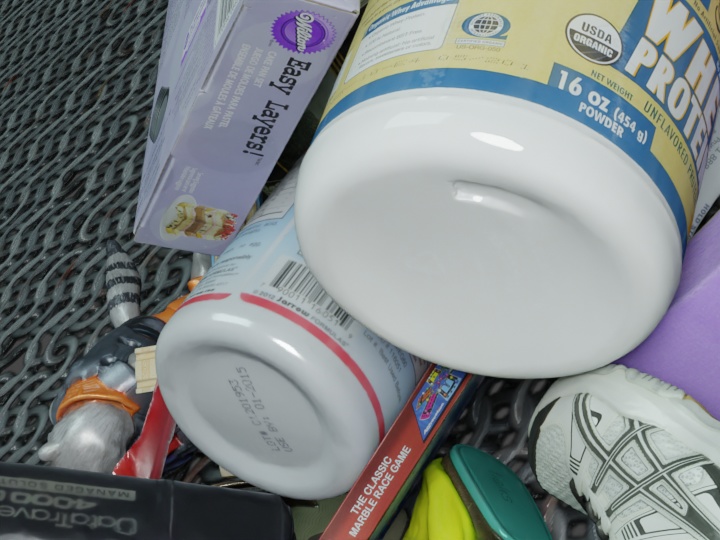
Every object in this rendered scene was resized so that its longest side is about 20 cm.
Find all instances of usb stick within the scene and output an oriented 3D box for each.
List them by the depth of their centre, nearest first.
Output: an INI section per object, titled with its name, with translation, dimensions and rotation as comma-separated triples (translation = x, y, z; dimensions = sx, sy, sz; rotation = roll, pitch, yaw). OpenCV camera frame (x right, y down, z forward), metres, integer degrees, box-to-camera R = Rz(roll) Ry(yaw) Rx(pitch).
[usb stick]
translation = -0.124, 0.106, 0.786
dimensions = 0.033, 0.200, 0.055
rotation = 109, 165, -45

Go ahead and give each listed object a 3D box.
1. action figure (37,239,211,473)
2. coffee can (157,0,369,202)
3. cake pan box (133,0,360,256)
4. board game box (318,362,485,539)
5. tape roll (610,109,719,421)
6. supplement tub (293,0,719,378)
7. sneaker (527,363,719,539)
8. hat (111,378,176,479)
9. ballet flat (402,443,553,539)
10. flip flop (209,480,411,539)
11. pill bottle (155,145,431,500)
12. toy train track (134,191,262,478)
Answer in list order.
[action figure]
translation = -0.150, 0.071, 1.108
dimensions = 0.200, 0.105, 0.193
rotation = -33, 18, 21
[coffee can]
translation = 0.011, -0.122, 1.005
dimensions = 0.200, 0.146, 0.146
rotation = -34, 26, 35
[cake pan box]
translation = -0.046, -0.133, 0.846
dimensions = 0.200, 0.052, 0.184
rotation = 122, 155, -52
[board game box]
translation = 0.005, 0.099, 0.794
dimensions = 0.200, 0.019, 0.103
rotation = -56, -9, -17
[tape roll]
translation = 0.153, -0.033, 0.791
dimensions = 0.200, 0.066, 0.200
rotation = -47, 20, 23
[supplement tub]
translation = 0.068, -0.074, 0.741
dimensions = 0.145, 0.145, 0.200
rotation = -21, 38, 42
[sneaker]
translation = 0.110, 0.093, 0.690
dimensions = 0.088, 0.076, 0.200
rotation = -52, 25, -15
[hat]
translation = -0.088, 0.175, 0.855
dimensions = 0.176, 0.200, 0.166
rotation = -26, 32, -36
[ballet flat]
translation = 0.056, 0.133, 0.740
dimensions = 0.067, 0.067, 0.200
rotation = -57, 18, 8
[flip flop]
translation = -0.057, 0.131, 0.915
dimensions = 0.200, 0.058, 0.081
rotation = -13, 40, 50
[pill bottle]
translation = 0.000, 0.000, 0.869
dimensions = 0.109, 0.109, 0.200
rotation = -17, 27, 46
[toy train track]
translation = -0.063, 0.000, 0.932
dimensions = 0.115, 0.033, 0.200
rotation = -7, 76, 14
